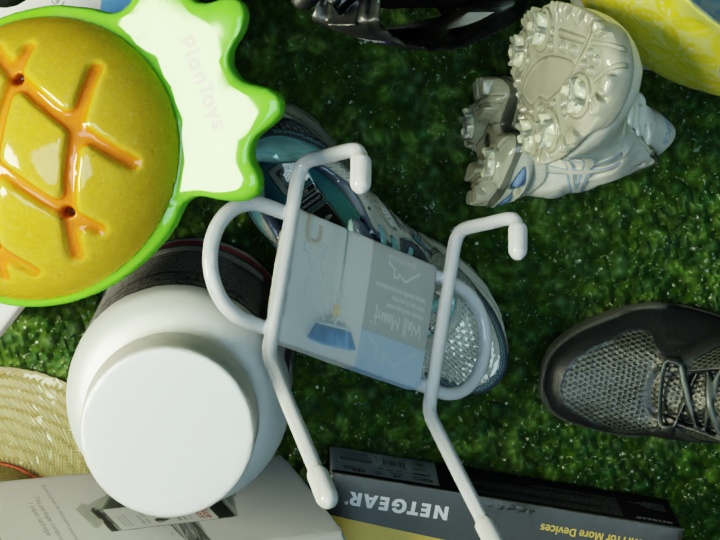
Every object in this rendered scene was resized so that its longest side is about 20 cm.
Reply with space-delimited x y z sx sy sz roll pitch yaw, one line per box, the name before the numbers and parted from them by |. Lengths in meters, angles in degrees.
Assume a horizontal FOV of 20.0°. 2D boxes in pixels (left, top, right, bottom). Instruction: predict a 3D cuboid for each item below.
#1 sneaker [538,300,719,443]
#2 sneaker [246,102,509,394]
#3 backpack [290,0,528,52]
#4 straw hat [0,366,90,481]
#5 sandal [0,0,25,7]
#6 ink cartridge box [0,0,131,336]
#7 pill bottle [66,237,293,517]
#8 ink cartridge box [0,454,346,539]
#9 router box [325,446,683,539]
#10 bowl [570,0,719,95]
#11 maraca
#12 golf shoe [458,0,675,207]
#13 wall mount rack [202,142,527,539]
sneaker | 0.197 0.066 1.083 0.198 0.114 0.077 7 100 -1
sneaker | 0.000 0.000 1.075 0.200 0.086 0.078 43 97 -10
backpack | 0.004 -0.183 0.988 0.199 0.167 0.127 -1 111 -43
straw hat | -0.211 0.149 1.100 0.199 0.085 0.203 0 102 -2
sandal | -0.136 -0.206 0.990 0.075 0.201 0.045 35 142 -11
ink cartridge box | -0.184 -0.084 1.053 0.146 0.086 0.200 38 97 -9
pill bottle | -0.089 0.054 1.025 0.110 0.200 0.112 0 101 -1
ink cartridge box | -0.122 0.184 1.057 0.199 0.083 0.148 -2 119 -31
router box | 0.065 0.194 1.135 0.199 0.052 0.158 9 102 -3
bowl | 0.166 -0.162 1.024 0.200 0.201 0.108 37 141 -9
maraca | -0.130 -0.061 0.953 0.199 0.107 0.138 -23 91 18
golf shoe | 0.117 -0.083 1.015 0.097 0.200 0.079 1 81 -12
wall mount rack | 0.014 0.040 0.979 0.199 0.074 0.175 21 70 -41
